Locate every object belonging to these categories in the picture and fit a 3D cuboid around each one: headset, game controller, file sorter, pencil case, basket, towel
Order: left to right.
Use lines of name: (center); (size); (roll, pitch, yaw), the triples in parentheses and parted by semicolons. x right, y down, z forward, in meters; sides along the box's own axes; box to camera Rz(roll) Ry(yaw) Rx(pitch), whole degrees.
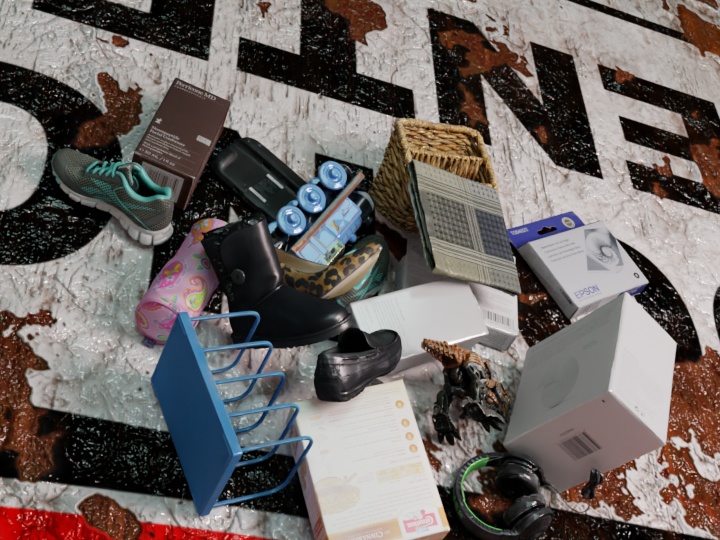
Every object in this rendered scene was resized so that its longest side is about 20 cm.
pencil case: (-0.232, 0.016, 1.459); (0.086, 0.088, 0.201); (28, 44, -2)
file sorter: (-0.158, 0.168, 1.318); (0.121, 0.140, 0.202); (-5, 53, -32)
game controller: (-0.141, -0.129, 1.677); (0.199, 0.042, 0.104); (41, 59, 11)
basket: (0.134, -0.140, 1.702); (0.197, 0.151, 0.143); (4, 29, -40)
towel: (0.150, -0.061, 1.597); (0.198, 0.034, 0.196); (16, 54, -39)
headset: (0.224, 0.296, 1.437); (0.196, 0.095, 0.125); (2, 49, -11)

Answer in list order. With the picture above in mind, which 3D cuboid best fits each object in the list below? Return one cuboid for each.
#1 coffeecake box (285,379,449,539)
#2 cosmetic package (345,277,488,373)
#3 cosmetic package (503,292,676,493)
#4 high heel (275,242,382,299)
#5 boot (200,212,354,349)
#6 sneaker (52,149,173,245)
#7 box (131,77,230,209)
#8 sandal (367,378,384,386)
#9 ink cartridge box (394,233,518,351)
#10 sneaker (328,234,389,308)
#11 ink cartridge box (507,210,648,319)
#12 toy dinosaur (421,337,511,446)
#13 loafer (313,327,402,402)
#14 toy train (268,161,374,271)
coffeecake box: (0.005, 0.255, 1.332); (0.151, 0.073, 0.203); (-9, 62, -17)
cosmetic package: (0.074, 0.082, 1.537); (0.197, 0.074, 0.103); (-12, 71, -27)
cosmetic package: (0.326, 0.173, 1.510); (0.123, 0.199, 0.202); (40, 42, -16)
high heel: (-0.072, -0.023, 1.487); (0.144, 0.199, 0.071); (59, 22, 11)
boot: (-0.113, 0.011, 1.390); (0.076, 0.197, 0.171); (-31, 110, -52)
sneaker: (-0.341, -0.125, 1.510); (0.198, 0.092, 0.078); (31, 42, 1)
box: (-0.275, -0.196, 1.635); (0.099, 0.075, 0.202); (22, 42, -8)
sandal: (0.024, 0.244, 1.418); (0.074, 0.048, 0.204); (-5, 67, -21)
ink cartridge box: (0.151, 0.021, 1.686); (0.197, 0.044, 0.175); (19, 42, -11)
sneaker: (0.000, 0.000, 1.589); (0.077, 0.092, 0.201); (33, 43, 2)
ink cartridge box: (0.372, -0.025, 1.847); (0.197, 0.041, 0.201); (-16, 60, -37)
toy dinosaur: (0.144, 0.163, 1.502); (0.198, 0.102, 0.137); (27, 46, -19)
loafer: (0.001, 0.106, 1.373); (0.067, 0.072, 0.200); (1, 15, 26)
toy train: (-0.058, -0.072, 1.598); (0.114, 0.087, 0.200); (43, 59, -4)
